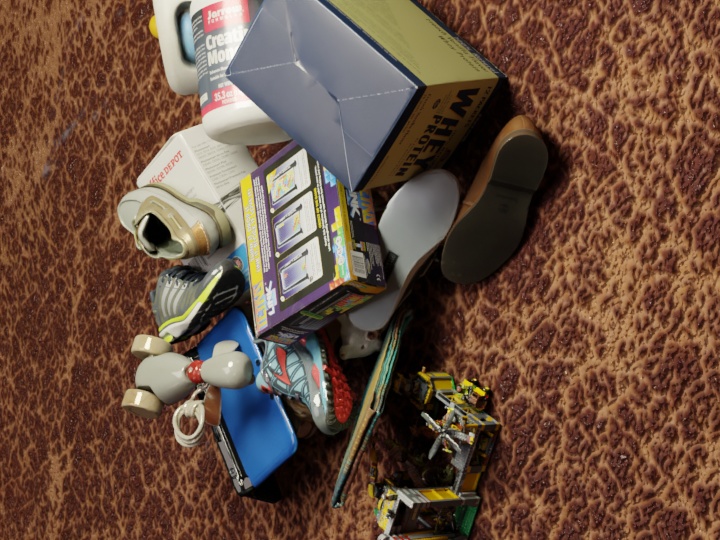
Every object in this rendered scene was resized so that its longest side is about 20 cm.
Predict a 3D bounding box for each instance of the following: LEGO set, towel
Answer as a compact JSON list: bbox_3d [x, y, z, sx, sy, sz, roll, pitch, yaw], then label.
[{"bbox_3d":[0.055,0.205,1.539,0.154,0.115,0.201,44,120,43],"label":"LEGO set"},{"bbox_3d":[0.014,0.147,1.564,0.200,0.022,0.147,-71,0,-57],"label":"towel"}]

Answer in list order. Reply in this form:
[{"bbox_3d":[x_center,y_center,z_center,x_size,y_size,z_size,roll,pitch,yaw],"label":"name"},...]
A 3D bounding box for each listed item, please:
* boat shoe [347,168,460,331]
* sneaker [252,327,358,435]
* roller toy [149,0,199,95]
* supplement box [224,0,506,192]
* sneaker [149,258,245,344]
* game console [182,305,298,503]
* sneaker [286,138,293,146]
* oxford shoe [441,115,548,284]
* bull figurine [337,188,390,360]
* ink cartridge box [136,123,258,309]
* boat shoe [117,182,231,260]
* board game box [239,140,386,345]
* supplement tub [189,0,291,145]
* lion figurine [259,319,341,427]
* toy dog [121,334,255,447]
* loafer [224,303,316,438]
[{"bbox_3d":[0.053,-0.025,1.563,0.073,0.068,0.200,27,109,11],"label":"boat shoe"},{"bbox_3d":[-0.068,0.124,1.623,0.095,0.079,0.200,-33,39,7],"label":"sneaker"},{"bbox_3d":[-0.199,-0.320,1.823,0.183,0.139,0.201,90,171,-68],"label":"roller toy"},{"bbox_3d":[0.008,-0.204,1.511,0.200,0.199,0.135,43,119,18],"label":"supplement box"},{"bbox_3d":[-0.207,0.027,1.732,0.200,0.074,0.081,-37,80,51],"label":"sneaker"},{"bbox_3d":[-0.127,0.168,1.772,0.118,0.171,0.201,-29,68,11],"label":"game console"},{"bbox_3d":[-0.048,-0.100,1.733,0.080,0.086,0.200,48,147,14],"label":"sneaker"},{"bbox_3d":[0.142,-0.072,1.509,0.071,0.071,0.201,-90,22,-57],"label":"oxford shoe"},{"bbox_3d":[0.000,0.000,1.645,0.121,0.065,0.201,25,102,3],"label":"bull figurine"},{"bbox_3d":[-0.171,-0.067,1.759,0.201,0.084,0.146,60,143,5],"label":"ink cartridge box"},{"bbox_3d":[-0.240,-0.056,1.719,0.199,0.068,0.075,11,122,49],"label":"boat shoe"},{"bbox_3d":[-0.056,-0.041,1.579,0.165,0.056,0.201,-32,56,42],"label":"board game box"},{"bbox_3d":[-0.123,-0.255,1.661,0.140,0.140,0.201,-16,79,50],"label":"supplement tub"},{"bbox_3d":[-0.050,0.078,1.720,0.122,0.072,0.201,35,110,35],"label":"lion figurine"},{"bbox_3d":[-0.195,0.135,1.704,0.199,0.096,0.133,21,84,45],"label":"toy dog"},{"bbox_3d":[-0.117,0.126,1.804,0.072,0.063,0.201,-52,50,36],"label":"loafer"}]
